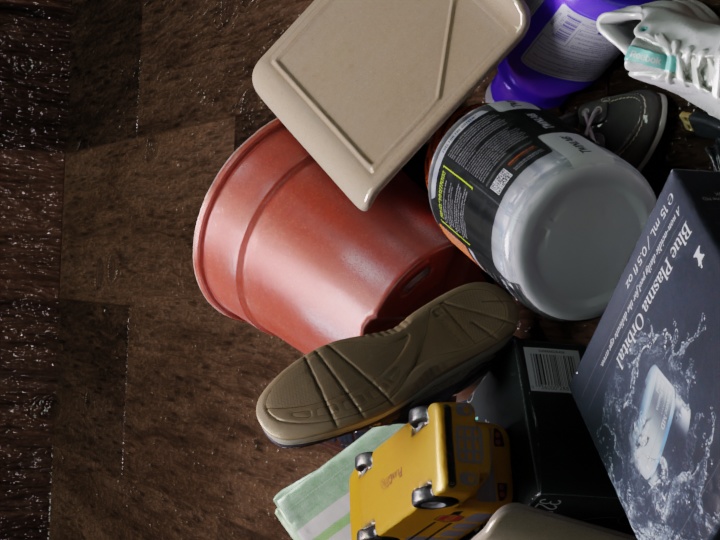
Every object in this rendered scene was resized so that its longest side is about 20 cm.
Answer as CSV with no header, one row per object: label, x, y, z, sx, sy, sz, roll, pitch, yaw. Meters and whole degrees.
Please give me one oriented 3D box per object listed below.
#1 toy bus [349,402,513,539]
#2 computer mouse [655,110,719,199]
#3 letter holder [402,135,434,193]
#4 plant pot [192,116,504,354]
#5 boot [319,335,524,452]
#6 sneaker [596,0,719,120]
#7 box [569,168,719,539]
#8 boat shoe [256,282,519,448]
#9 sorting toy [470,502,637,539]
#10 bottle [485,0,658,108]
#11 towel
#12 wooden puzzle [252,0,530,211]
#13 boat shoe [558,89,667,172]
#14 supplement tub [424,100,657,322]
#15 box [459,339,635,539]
toy bus,0.047,0.151,1.357,0.200,0.078,0.066,133,139,-60
computer mouse,0.214,-0.046,1.408,0.200,0.046,0.142,-160,73,-68
letter holder,0.054,-0.001,1.752,0.201,0.100,0.143,115,148,-45
plant pot,0.000,0.000,1.576,0.195,0.200,0.202,38,125,39
boot,0.052,0.102,1.631,0.097,0.198,0.075,-71,-26,-51
sneaker,0.226,-0.139,1.330,0.200,0.088,0.076,-136,54,-63
box,0.241,0.074,1.227,0.201,0.116,0.198,-111,31,-44
boat shoe,0.022,0.077,1.351,0.072,0.199,0.065,50,158,34
sorting toy,0.140,0.240,1.378,0.200,0.184,0.037,124,159,-52
bottle,0.157,-0.179,1.522,0.200,0.083,0.066,128,149,-58
towel,0.042,0.227,1.592,0.201,0.152,0.023,54,-168,-4
wooden puzzle,0.023,-0.168,1.520,0.200,0.037,0.185,-49,50,10
boat shoe,0.167,-0.091,1.511,0.200,0.056,0.068,145,135,-64
supplement tub,0.124,-0.050,1.418,0.200,0.121,0.124,-134,50,-62
box,0.146,0.155,1.417,0.200,0.147,0.125,120,149,-52
